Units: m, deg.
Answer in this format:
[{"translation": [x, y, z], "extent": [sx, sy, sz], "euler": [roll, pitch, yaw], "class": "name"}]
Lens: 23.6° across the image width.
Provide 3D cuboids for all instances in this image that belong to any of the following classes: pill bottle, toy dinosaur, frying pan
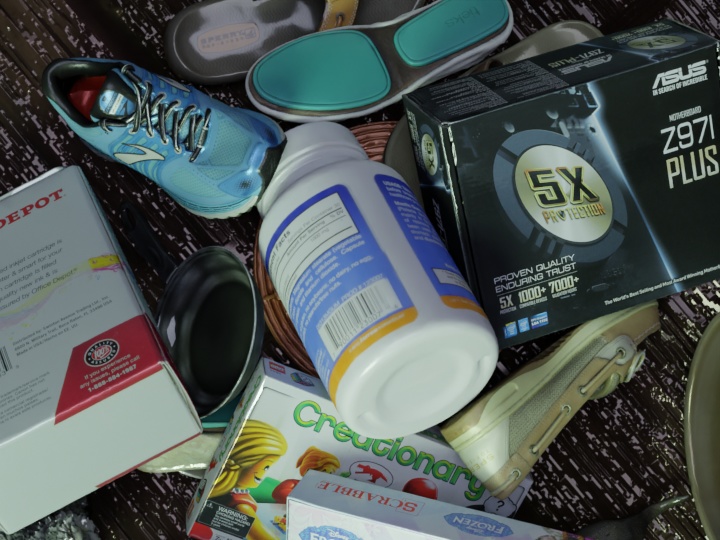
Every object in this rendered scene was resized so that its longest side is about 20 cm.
[{"translation": [0.000, 0.000, 1.122], "extent": [0.112, 0.112, 0.201], "euler": [-26, 54, -4], "class": "pill bottle"}, {"translation": [0.150, 0.215, 1.155], "extent": [0.199, 0.103, 0.077], "euler": [-32, 45, -4], "class": "toy dinosaur"}, {"translation": [-0.122, 0.032, 1.164], "extent": [0.031, 0.190, 0.116], "euler": [14, 97, -40], "class": "frying pan"}]

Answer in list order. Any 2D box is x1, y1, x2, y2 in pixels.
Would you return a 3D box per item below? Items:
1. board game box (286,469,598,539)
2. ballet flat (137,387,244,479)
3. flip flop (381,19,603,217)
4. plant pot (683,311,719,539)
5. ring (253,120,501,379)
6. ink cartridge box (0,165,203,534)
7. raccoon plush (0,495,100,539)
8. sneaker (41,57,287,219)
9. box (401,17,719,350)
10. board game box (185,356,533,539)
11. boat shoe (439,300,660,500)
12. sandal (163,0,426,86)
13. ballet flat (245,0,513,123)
[{"translation": [0.047, 0.242, 1.107], "extent": [0.199, 0.041, 0.201], "euler": [12, 117, 17], "class": "board game box"}, {"translation": [-0.063, 0.115, 1.186], "extent": [0.198, 0.068, 0.063], "euler": [5, 123, -8], "class": "ballet flat"}, {"translation": [0.097, -0.111, 1.199], "extent": [0.200, 0.058, 0.081], "euler": [-36, 84, -12], "class": "flip flop"}, {"translation": [0.337, 0.113, 1.145], "extent": [0.172, 0.200, 0.202], "euler": [-4, 84, -19], "class": "plant pot"}, {"translation": [0.023, -0.007, 1.217], "extent": [0.199, 0.019, 0.202], "euler": [0, 84, -1], "class": "ring"}, {"translation": [-0.207, 0.046, 1.125], "extent": [0.145, 0.083, 0.200], "euler": [-27, 49, -3], "class": "ink cartridge box"}, {"translation": [-0.250, 0.200, 1.130], "extent": [0.199, 0.134, 0.097], "euler": [-8, 86, -2], "class": "raccoon plush"}, {"translation": [-0.139, -0.093, 1.145], "extent": [0.199, 0.090, 0.079], "euler": [19, 84, 33], "class": "sneaker"}, {"translation": [0.146, -0.059, 1.149], "extent": [0.199, 0.086, 0.165], "euler": [-16, 113, -10], "class": "box"}, {"translation": [-0.001, 0.151, 1.148], "extent": [0.199, 0.035, 0.127], "euler": [22, 107, -14], "class": "board game box"}, {"translation": [0.139, 0.080, 1.156], "extent": [0.200, 0.073, 0.063], "euler": [-31, 84, -39], "class": "boat shoe"}, {"translation": [-0.043, -0.184, 1.213], "extent": [0.199, 0.055, 0.082], "euler": [-14, 85, -5], "class": "sandal"}, {"translation": [0.014, -0.140, 1.198], "extent": [0.199, 0.069, 0.070], "euler": [-22, 85, -14], "class": "ballet flat"}]
